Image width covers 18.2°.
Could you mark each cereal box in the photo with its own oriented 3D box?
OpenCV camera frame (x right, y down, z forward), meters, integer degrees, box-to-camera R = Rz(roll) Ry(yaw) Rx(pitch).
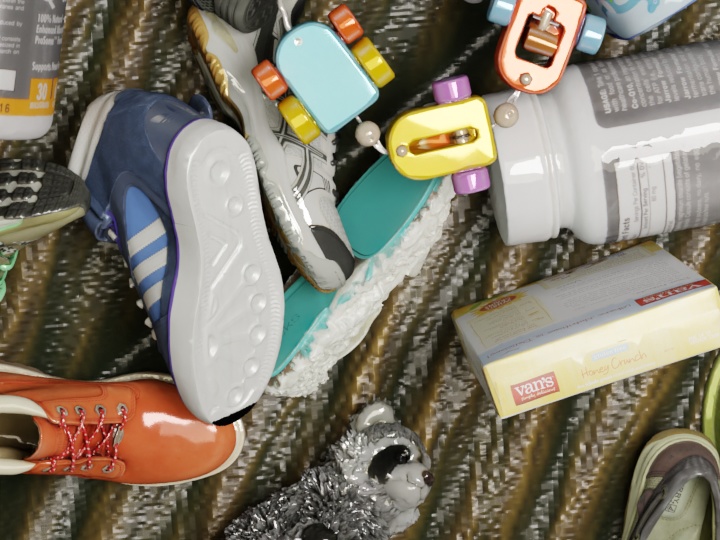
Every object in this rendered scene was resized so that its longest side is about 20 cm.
[{"bbox_3d":[0.135,0.033,1.363,0.143,0.200,0.040,-19,99,0],"label":"cereal box"}]

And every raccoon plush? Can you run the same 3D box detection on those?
[{"bbox_3d":[-0.046,0.148,1.441,0.199,0.134,0.097,3,139,22],"label":"raccoon plush"}]

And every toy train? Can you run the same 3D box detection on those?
[{"bbox_3d":[0.036,-0.130,1.331,0.199,0.056,0.151,14,97,-5],"label":"toy train"}]

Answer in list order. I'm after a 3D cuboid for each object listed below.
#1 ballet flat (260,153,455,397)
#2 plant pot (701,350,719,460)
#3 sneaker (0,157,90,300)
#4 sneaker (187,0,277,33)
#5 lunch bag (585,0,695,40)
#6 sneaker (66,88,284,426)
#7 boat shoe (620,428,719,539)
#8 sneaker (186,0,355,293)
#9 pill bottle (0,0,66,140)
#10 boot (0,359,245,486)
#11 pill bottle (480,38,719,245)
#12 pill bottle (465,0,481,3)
[{"bbox_3d":[0.000,0.000,1.425,0.072,0.072,0.200,39,98,-8],"label":"ballet flat"},{"bbox_3d":[0.328,0.111,1.395,0.199,0.184,0.202,0,98,-3],"label":"plant pot"},{"bbox_3d":[-0.244,-0.004,1.398,0.199,0.077,0.089,-19,122,22],"label":"sneaker"},{"bbox_3d":[-0.066,-0.253,1.368,0.114,0.076,0.200,29,82,13],"label":"sneaker"},{"bbox_3d":[0.217,-0.222,1.348,0.200,0.161,0.083,-34,99,3],"label":"lunch bag"},{"bbox_3d":[-0.125,-0.015,1.395,0.080,0.146,0.201,-22,119,-37],"label":"sneaker"},{"bbox_3d":[0.195,0.204,1.451,0.071,0.066,0.202,8,107,0],"label":"boat shoe"},{"bbox_3d":[-0.034,-0.088,1.382,0.087,0.076,0.201,-21,84,-10],"label":"sneaker"},{"bbox_3d":[-0.232,-0.185,1.351,0.116,0.116,0.201,8,99,-4],"label":"pill bottle"},{"bbox_3d":[-0.170,0.105,1.406,0.199,0.107,0.075,5,97,-6],"label":"boot"},{"bbox_3d":[0.179,-0.079,1.392,0.199,0.114,0.114,-10,99,-2],"label":"pill bottle"},{"bbox_3d":[0.097,-0.269,1.361,0.106,0.106,0.200,41,94,-8],"label":"pill bottle"}]
